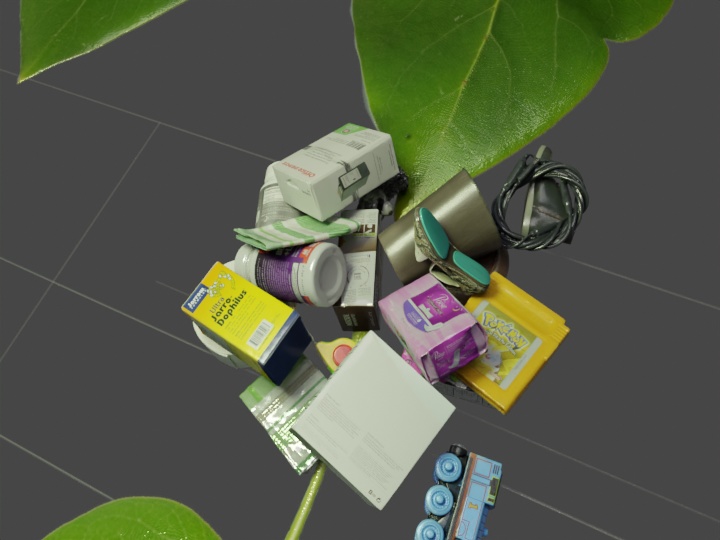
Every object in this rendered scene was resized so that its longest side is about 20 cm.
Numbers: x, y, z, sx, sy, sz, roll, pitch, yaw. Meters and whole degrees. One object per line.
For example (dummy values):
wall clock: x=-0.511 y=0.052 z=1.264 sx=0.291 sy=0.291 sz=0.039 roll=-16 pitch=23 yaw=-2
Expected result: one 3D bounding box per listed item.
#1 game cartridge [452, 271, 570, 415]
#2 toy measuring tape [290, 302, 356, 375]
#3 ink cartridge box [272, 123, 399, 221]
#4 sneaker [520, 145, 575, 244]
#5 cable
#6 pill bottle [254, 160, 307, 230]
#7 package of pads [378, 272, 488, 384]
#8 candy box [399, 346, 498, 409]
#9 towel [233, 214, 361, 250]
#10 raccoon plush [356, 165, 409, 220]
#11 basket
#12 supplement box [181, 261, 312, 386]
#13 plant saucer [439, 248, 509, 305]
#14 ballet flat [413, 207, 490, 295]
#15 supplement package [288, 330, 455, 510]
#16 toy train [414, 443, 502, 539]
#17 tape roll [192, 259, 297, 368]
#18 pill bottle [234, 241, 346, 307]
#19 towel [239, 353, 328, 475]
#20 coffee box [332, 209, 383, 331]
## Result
game cartridge: x=0.242 y=0.120 z=1.203 sx=0.175 sy=0.033 sz=0.200 roll=36 pitch=71 yaw=25
toy measuring tape: x=-0.052 y=0.130 z=1.281 sx=0.073 sy=0.074 sz=0.202 roll=-33 pitch=79 yaw=-9
ink cartridge box: x=-0.048 y=-0.193 z=1.327 sx=0.198 sy=0.085 sz=0.144 roll=-34 pitch=36 yaw=-23
sneaker: x=0.382 y=-0.146 z=1.370 sx=0.103 sy=0.075 sz=0.205 roll=11 pitch=74 yaw=10
cable: x=0.334 y=-0.116 z=1.308 sx=0.161 sy=0.051 sz=0.202 roll=32 pitch=78 yaw=12
pill bottle: x=-0.157 y=-0.113 z=1.413 sx=0.111 sy=0.114 sz=0.205 roll=-2 pitch=62 yaw=8
package of pads: x=0.120 y=0.091 z=1.173 sx=0.119 sy=0.077 sz=0.200 roll=-29 pitch=31 yaw=-6
candy box: x=0.176 y=0.153 z=1.250 sx=0.195 sy=0.061 sz=0.139 roll=13 pitch=65 yaw=15
towel: x=-0.113 y=-0.073 z=1.255 sx=0.196 sy=0.024 sz=0.151 roll=-13 pitch=18 yaw=-31
raccoon plush: x=0.013 y=-0.175 z=1.453 sx=0.135 sy=0.097 sz=0.199 roll=-48 pitch=39 yaw=-3
basket: x=0.143 y=-0.064 z=1.284 sx=0.197 sy=0.181 sz=0.137 roll=-30 pitch=41 yaw=5
supplement box: x=-0.201 y=0.094 z=1.235 sx=0.197 sy=0.109 sz=0.110 roll=29 pitch=71 yaw=22
plant saucer: x=0.193 y=-0.026 z=1.355 sx=0.195 sy=0.035 sz=0.205 roll=-3 pitch=63 yaw=7
ballet flat: x=0.141 y=-0.022 z=1.203 sx=0.075 sy=0.199 sz=0.069 roll=-31 pitch=26 yaw=38
supplement package: x=0.014 y=0.248 z=1.149 sx=0.191 sy=0.147 sz=0.201 roll=41 pitch=74 yaw=2
toy train: x=0.158 y=0.388 z=1.120 sx=0.112 sy=0.087 sz=0.204 roll=16 pitch=66 yaw=10
tape roll: x=-0.224 y=0.083 z=1.348 sx=0.197 sy=0.071 sz=0.207 roll=-4 pitch=62 yaw=7
pill bottle: x=-0.131 y=-0.001 z=1.256 sx=0.196 sy=0.112 sz=0.113 roll=7 pitch=62 yaw=33
towel: x=-0.112 y=0.253 z=1.270 sx=0.148 sy=0.031 sz=0.200 roll=-39 pitch=61 yaw=-14
coffee box: x=0.000 y=0.000 z=1.328 sx=0.077 sy=0.115 sz=0.205 roll=-1 pitch=62 yaw=10
